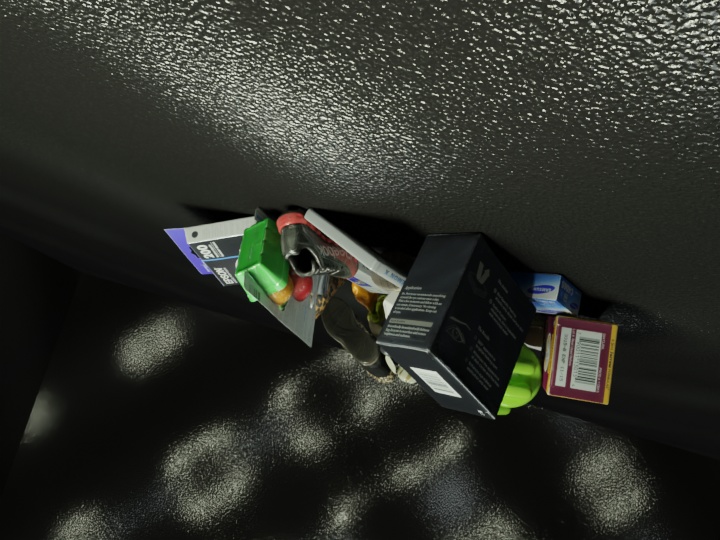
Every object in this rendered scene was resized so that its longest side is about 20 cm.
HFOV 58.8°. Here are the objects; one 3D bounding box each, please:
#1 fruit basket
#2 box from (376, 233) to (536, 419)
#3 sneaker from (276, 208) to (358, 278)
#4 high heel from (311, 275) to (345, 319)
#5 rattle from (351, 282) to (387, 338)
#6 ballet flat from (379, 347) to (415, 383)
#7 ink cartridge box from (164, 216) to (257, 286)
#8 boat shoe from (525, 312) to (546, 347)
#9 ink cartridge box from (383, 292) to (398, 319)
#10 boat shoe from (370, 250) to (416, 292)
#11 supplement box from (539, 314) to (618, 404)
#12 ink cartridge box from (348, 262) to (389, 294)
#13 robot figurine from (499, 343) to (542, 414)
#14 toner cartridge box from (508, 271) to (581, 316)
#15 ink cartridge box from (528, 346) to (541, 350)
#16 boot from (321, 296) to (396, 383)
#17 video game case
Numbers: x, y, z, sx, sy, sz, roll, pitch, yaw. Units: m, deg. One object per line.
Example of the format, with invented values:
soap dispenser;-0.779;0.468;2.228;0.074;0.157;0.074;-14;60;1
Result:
fruit basket;-0.143;0.014;1.162;0.091;0.189;0.201;-16;138;22
box;0.154;0.084;0.986;0.116;0.203;0.197;2;145;48
sneaker;-0.073;-0.021;1.125;0.069;0.101;0.199;-22;143;29
high heel;-0.083;0.052;1.397;0.069;0.147;0.200;14;167;9
rattle;0.084;0.092;1.412;0.200;0.128;0.146;41;152;49
ballet flat;0.097;0.197;1.366;0.071;0.075;0.200;7;153;36
ink cartridge box;-0.273;-0.031;1.308;0.193;0.045;0.199;-6;152;9
boat shoe;0.329;0.101;1.287;0.194;0.064;0.074;16;142;-7
ink cartridge box;0.152;0.110;1.296;0.197;0.084;0.148;31;159;22
boat shoe;0.101;0.012;1.149;0.196;0.078;0.071;7;167;44
supplement box;0.376;0.148;1.124;0.100;0.136;0.200;7;178;12
ink cartridge box;0.000;0.000;1.313;0.097;0.040;0.198;6;165;41
robot figurine;0.273;0.184;1.195;0.112;0.182;0.200;6;-177;4
toner cartridge box;0.267;0.036;1.099;0.196;0.045;0.094;5;165;43
ink cartridge box;0.423;0.162;1.432;0.141;0.049;0.200;17;165;-3
boot;-0.001;0.158;1.411;0.200;0.073;0.151;43;174;39
video game case;0.017;-0.021;1.061;0.181;0.022;0.199;30;-175;-46
